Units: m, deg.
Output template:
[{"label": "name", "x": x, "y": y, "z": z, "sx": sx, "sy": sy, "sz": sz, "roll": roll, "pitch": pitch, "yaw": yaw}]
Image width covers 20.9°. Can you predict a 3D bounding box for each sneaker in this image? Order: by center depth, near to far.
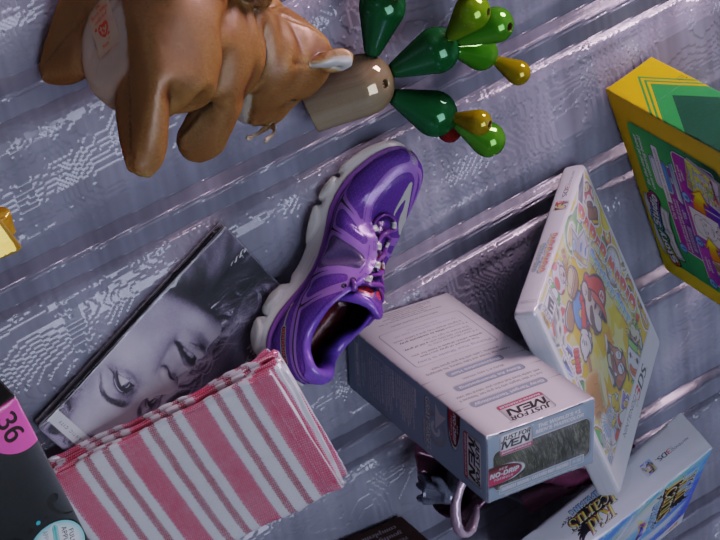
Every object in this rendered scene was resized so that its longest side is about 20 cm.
[{"label": "sneaker", "x": 0.000, "y": 0.000, "z": 1.461, "sx": 0.080, "sy": 0.083, "sz": 0.201, "roll": 33, "pitch": 81, "yaw": -42}]

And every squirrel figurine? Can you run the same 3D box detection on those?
[{"label": "squirrel figurine", "x": -0.089, "y": -0.170, "z": 1.297, "sx": 0.186, "sy": 0.141, "sz": 0.201, "roll": -2, "pitch": 116, "yaw": -41}]

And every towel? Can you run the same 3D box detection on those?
[{"label": "towel", "x": -0.122, "y": 0.150, "z": 1.452, "sx": 0.199, "sy": 0.030, "sz": 0.147, "roll": -25, "pitch": 130, "yaw": 3}]

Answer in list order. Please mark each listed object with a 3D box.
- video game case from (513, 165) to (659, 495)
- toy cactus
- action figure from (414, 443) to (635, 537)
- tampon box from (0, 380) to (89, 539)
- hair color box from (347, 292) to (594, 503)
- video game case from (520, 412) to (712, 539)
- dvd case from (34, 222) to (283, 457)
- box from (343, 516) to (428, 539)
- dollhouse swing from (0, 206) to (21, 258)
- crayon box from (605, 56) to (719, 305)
[{"label": "video game case", "x": 0.188, "y": 0.048, "z": 1.579, "sx": 0.201, "sy": 0.023, "sz": 0.183, "roll": 62, "pitch": 34, "yaw": -32}, {"label": "toy cactus", "x": 0.032, "y": -0.159, "z": 1.425, "sx": 0.164, "sy": 0.102, "sz": 0.201, "roll": -26, "pitch": 129, "yaw": 1}, {"label": "action figure", "x": 0.143, "y": 0.141, "z": 1.599, "sx": 0.199, "sy": 0.149, "sz": 0.135, "roll": 6, "pitch": 103, "yaw": -21}, {"label": "tampon box", "x": -0.309, "y": 0.166, "z": 1.309, "sx": 0.199, "sy": 0.126, "sz": 0.151, "roll": -33, "pitch": 127, "yaw": -17}, {"label": "hair color box", "x": 0.081, "y": 0.093, "z": 1.490, "sx": 0.098, "sy": 0.200, "sz": 0.061, "roll": -17, "pitch": 120, "yaw": -26}, {"label": "video game case", "x": 0.212, "y": 0.225, "z": 1.679, "sx": 0.181, "sy": 0.045, "sz": 0.200, "roll": -37, "pitch": 160, "yaw": -15}, {"label": "dvd case", "x": -0.130, "y": 0.082, "z": 1.462, "sx": 0.200, "sy": 0.016, "sz": 0.149, "roll": -47, "pitch": 129, "yaw": -6}, {"label": "box", "x": 0.014, "y": 0.345, "z": 1.587, "sx": 0.165, "sy": 0.164, "sz": 0.201, "roll": -18, "pitch": 120, "yaw": -25}, {"label": "dollhouse swing", "x": -0.326, "y": -0.086, "z": 1.140, "sx": 0.181, "sy": 0.200, "sz": 0.177, "roll": -21, "pitch": 111, "yaw": -25}, {"label": "crayon box", "x": 0.294, "y": -0.055, "z": 1.581, "sx": 0.058, "sy": 0.172, "sz": 0.201, "roll": -33, "pitch": 127, "yaw": -12}]
